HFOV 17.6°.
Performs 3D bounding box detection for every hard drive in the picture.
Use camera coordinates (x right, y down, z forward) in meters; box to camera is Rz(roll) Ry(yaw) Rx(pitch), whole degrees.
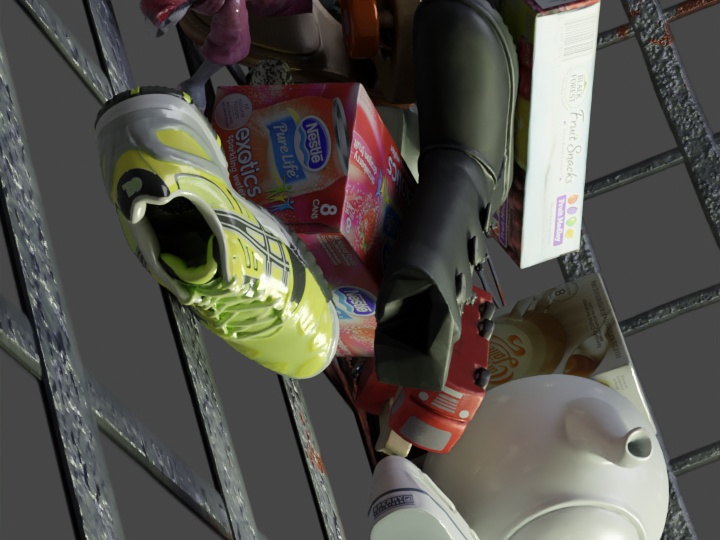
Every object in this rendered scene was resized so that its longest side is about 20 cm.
[{"bbox_3d":[0.029,-0.044,1.634,0.200,0.026,0.133,-5,100,-80],"label":"hard drive"}]

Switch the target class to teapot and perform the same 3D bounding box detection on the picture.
[{"bbox_3d":[0.138,0.186,1.671,0.200,0.196,0.146,58,10,-38],"label":"teapot"}]

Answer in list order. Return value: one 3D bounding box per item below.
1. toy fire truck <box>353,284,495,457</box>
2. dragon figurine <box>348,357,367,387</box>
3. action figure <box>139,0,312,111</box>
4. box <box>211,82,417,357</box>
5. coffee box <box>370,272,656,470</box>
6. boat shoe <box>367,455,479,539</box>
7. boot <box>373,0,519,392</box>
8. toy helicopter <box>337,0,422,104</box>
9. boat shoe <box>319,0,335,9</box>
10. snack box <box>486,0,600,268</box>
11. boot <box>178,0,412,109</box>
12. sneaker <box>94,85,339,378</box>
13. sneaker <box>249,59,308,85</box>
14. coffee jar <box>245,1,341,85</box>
[{"bbox_3d":[0.040,0.078,1.584,0.048,0.142,0.200,24,27,-8],"label":"toy fire truck"},{"bbox_3d":[0.000,0.000,1.771,0.201,0.058,0.100,-96,167,-48],"label":"dragon figurine"},{"bbox_3d":[-0.069,-0.186,1.410,0.135,0.148,0.200,61,32,-9],"label":"action figure"},{"bbox_3d":[-0.022,-0.027,1.426,0.200,0.095,0.100,57,37,-61],"label":"box"},{"bbox_3d":[0.110,0.096,1.765,0.115,0.199,0.080,-104,171,-51],"label":"coffee box"},{"bbox_3d":[0.062,0.205,1.601,0.066,0.073,0.201,-96,165,-50],"label":"boat shoe"},{"bbox_3d":[0.045,-0.050,1.389,0.200,0.065,0.166,-64,148,-48],"label":"boot"},{"bbox_3d":[0.016,-0.199,1.535,0.132,0.078,0.201,98,-16,-62],"label":"toy helicopter"},{"bbox_3d":[-0.036,-0.231,1.704,0.074,0.066,0.199,38,8,-1],"label":"boat shoe"},{"bbox_3d":[0.096,-0.124,1.525,0.142,0.053,0.201,-126,-152,-45],"label":"snack box"},{"bbox_3d":[-0.053,-0.142,1.637,0.155,0.199,0.077,136,-48,-58],"label":"boot"},{"bbox_3d":[-0.077,-0.002,1.190,0.200,0.075,0.077,51,24,-38],"label":"sneaker"},{"bbox_3d":[-0.035,-0.080,1.562,0.200,0.076,0.089,55,42,-66],"label":"sneaker"},{"bbox_3d":[0.006,-0.168,1.786,0.085,0.200,0.105,37,-16,39],"label":"coffee jar"}]
